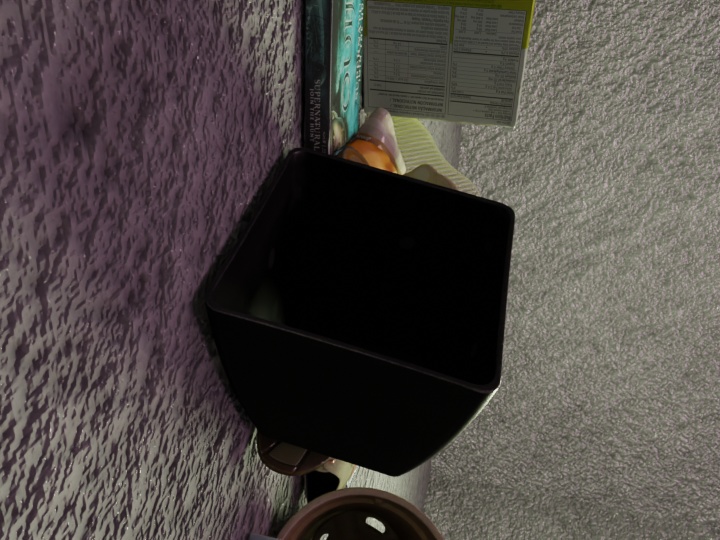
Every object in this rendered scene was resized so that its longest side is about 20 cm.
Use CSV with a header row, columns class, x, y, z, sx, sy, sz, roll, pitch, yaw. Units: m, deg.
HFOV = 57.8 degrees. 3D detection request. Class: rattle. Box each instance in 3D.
class,x,y,z,sx,sy,sz,roll,pitch,yaw
rattle,0.067,-0.042,0.732,0.143,0.128,0.203,68,5,-63

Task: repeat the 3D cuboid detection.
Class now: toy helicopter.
class,x,y,z,sx,sy,sz,roll,pitch,yaw
toy helicopter,0.043,-0.044,0.655,0.201,0.078,0.133,50,37,-18

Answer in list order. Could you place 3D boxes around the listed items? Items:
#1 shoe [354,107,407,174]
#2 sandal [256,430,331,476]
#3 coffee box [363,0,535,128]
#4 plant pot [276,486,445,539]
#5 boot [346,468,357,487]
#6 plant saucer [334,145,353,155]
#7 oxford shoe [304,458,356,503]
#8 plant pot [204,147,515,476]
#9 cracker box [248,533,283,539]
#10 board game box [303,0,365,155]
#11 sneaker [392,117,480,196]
class,x,y,z,sx,sy,sz,roll,pitch,yaw
shoe,0.034,-0.136,0.846,0.200,0.069,0.054,62,46,-67
sandal,-0.048,0.117,0.633,0.202,0.080,0.055,-79,-167,-52
coffee box,0.117,-0.321,0.824,0.201,0.196,0.200,-69,163,-48
plant pot,-0.004,0.340,0.718,0.184,0.196,0.205,100,0,-75
boot,0.015,0.222,0.920,0.073,0.088,0.203,81,20,-55
plant saucer,0.009,-0.033,0.679,0.203,0.019,0.070,69,24,-6
oxford shoe,-0.026,0.184,0.725,0.074,0.069,0.203,-55,155,-57
plant pot,0.001,0.049,0.534,0.202,0.196,0.180,-70,174,-48
cracker box,-0.054,0.337,0.534,0.058,0.131,0.203,82,19,-53
board game box,-0.022,-0.222,0.620,0.136,0.028,0.204,-61,156,-64
sneaker,0.074,-0.140,0.947,0.073,0.201,0.114,-49,-164,-18
